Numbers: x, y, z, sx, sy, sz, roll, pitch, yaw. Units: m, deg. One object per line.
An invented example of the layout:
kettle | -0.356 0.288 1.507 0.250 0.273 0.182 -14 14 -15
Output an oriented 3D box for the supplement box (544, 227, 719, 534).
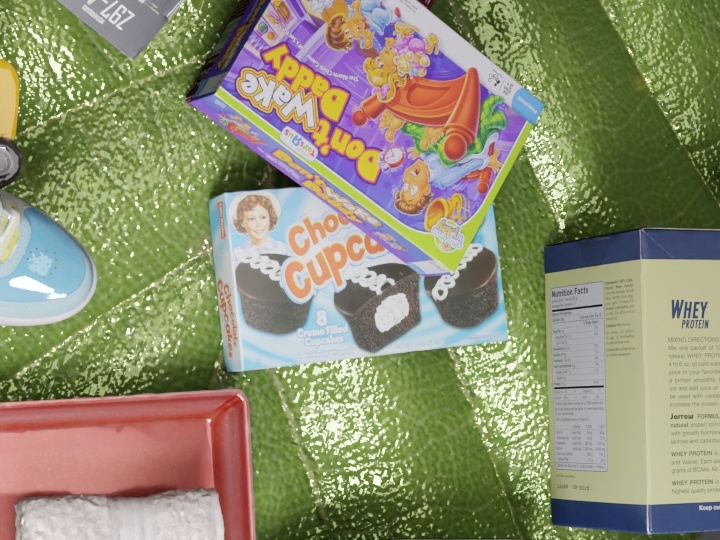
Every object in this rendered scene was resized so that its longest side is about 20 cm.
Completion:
supplement box | 0.246 0.076 1.338 0.198 0.134 0.202 0 86 -24

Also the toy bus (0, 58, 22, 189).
toy bus | -0.258 -0.032 1.156 0.078 0.065 0.202 17 79 -22

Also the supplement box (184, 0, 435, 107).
supplement box | -0.020 -0.171 1.278 0.108 0.061 0.201 32 75 -19

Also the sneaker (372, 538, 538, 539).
sneaker | 0.029 0.218 1.248 0.198 0.073 0.086 2 81 -11

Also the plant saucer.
plant saucer | -0.163 0.180 1.198 0.198 0.037 0.202 -2 87 -25

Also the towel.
towel | -0.147 0.236 1.163 0.131 0.034 0.202 0 85 -25

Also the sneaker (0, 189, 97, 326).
sneaker | -0.229 -0.029 1.062 0.199 0.130 0.080 24 75 -18

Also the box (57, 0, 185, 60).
box | -0.164 -0.251 1.169 0.200 0.044 0.160 37 99 -31

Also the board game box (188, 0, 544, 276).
board game box | 0.007 -0.107 1.229 0.199 0.045 0.135 36 73 -21

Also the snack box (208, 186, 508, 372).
snack box | 0.000 0.000 1.286 0.198 0.037 0.117 -6 88 -25
